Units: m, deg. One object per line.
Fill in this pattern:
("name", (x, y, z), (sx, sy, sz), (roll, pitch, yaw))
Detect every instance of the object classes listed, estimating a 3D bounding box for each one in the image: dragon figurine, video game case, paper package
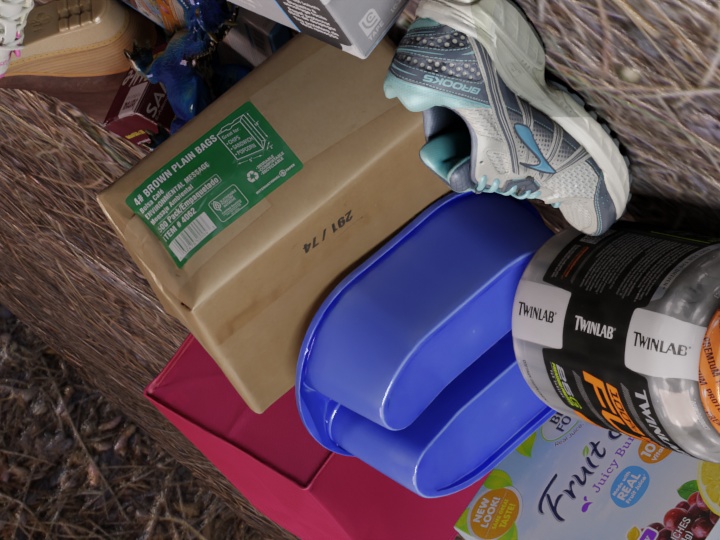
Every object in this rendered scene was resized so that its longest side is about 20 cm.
("dragon figurine", (-0.095, -0.102, 1.740), (0.099, 0.059, 0.201), (17, 122, 54))
("video game case", (-0.126, -0.187, 1.822), (0.199, 0.018, 0.143), (34, 168, 13))
("paper package", (-0.036, -0.038, 1.653), (0.104, 0.200, 0.191), (48, 173, 25))

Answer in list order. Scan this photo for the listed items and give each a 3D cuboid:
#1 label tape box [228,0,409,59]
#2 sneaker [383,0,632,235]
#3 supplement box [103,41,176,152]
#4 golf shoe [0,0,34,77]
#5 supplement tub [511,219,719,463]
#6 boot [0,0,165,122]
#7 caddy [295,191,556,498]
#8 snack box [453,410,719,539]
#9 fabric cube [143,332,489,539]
("label tape box", (-0.070, -0.211, 1.453), (0.143, 0.066, 0.200), (27, 166, 39))
("sneaker", (0.074, -0.073, 1.505), (0.077, 0.086, 0.200), (24, 163, 48))
("supplement box", (-0.068, -0.081, 1.871), (0.199, 0.061, 0.109), (28, 171, -15))
("golf shoe", (-0.241, -0.182, 1.830), (0.200, 0.075, 0.092), (-32, 75, 59))
("supplement tub", (0.182, 0.040, 1.540), (0.122, 0.123, 0.200), (42, 167, -25))
("boot", (-0.228, -0.140, 1.985), (0.199, 0.073, 0.166), (-7, 156, 19))
("caddy", (0.051, 0.039, 1.665), (0.105, 0.200, 0.142), (34, 157, 45))
("snack box", (0.180, 0.120, 1.663), (0.168, 0.200, 0.068), (26, 164, 45))
("fabric cube", (-0.014, 0.107, 2.184), (0.199, 0.197, 0.199), (28, 166, 39))
